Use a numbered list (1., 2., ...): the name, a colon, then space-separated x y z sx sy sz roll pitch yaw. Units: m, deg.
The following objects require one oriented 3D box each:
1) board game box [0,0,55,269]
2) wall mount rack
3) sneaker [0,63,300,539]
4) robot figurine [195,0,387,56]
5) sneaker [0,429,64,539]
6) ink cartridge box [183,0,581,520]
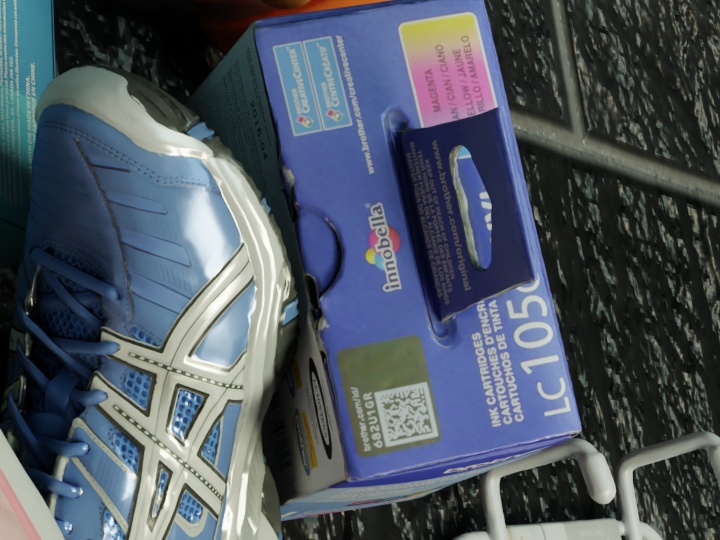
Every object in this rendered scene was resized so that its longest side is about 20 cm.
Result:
1. board game box: -0.162 -0.096 0.798 0.200 0.047 0.151 25 55 -53
2. wall mount rack: 0.110 0.150 1.113 0.200 0.074 0.174 3 74 -59
3. sneaker: -0.066 0.039 0.822 0.077 0.076 0.200 -34 130 -42
4. robot figurine: -0.027 -0.146 0.987 0.117 0.144 0.200 -37 113 -20
5. sneaker: -0.139 0.056 0.731 0.200 0.075 0.105 61 26 -30
6. ink cartridge box: 0.000 0.000 0.884 0.200 0.076 0.137 143 -65 -74
